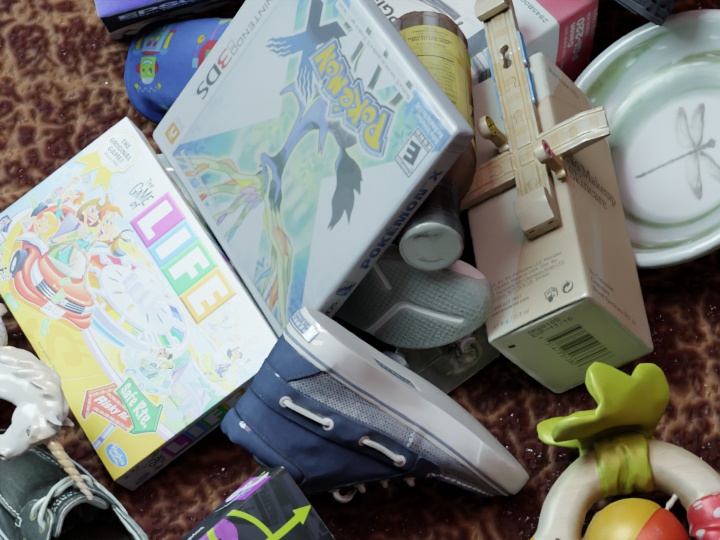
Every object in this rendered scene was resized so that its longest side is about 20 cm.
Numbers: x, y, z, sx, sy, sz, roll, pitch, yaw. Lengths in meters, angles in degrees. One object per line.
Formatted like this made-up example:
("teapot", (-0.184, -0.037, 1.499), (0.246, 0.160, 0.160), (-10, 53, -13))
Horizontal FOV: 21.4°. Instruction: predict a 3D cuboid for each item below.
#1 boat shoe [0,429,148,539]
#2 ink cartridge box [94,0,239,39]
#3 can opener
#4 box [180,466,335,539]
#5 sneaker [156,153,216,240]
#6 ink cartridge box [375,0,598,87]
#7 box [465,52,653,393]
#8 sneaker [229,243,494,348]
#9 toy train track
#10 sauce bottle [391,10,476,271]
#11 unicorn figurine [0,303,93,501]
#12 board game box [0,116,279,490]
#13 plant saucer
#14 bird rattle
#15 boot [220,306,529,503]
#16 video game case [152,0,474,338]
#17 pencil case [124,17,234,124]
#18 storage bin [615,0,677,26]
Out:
("boat shoe", (-0.167, 0.154, 1.145), (0.199, 0.071, 0.072), (37, 60, 22))
("ink cartridge box", (-0.092, -0.217, 1.336), (0.196, 0.200, 0.044), (-17, 91, -3))
("can opener", (0.009, 0.076, 1.236), (0.199, 0.054, 0.067), (-33, 29, -23))
("box", (-0.078, 0.228, 1.075), (0.200, 0.036, 0.144), (-40, 100, -26))
("sneaker", (-0.106, -0.038, 1.297), (0.198, 0.073, 0.085), (-11, 61, 1))
("ink cartridge box", (0.052, -0.168, 1.386), (0.199, 0.085, 0.146), (-34, 62, -22))
("box", (0.124, -0.033, 1.268), (0.077, 0.095, 0.202), (-26, 53, 26))
("sneaker", (0.000, 0.000, 1.237), (0.198, 0.071, 0.080), (4, 34, 30))
("toy train track", (0.097, -0.112, 1.249), (0.114, 0.032, 0.202), (-27, 50, 24))
("sauce bottle", (0.042, -0.082, 1.217), (0.064, 0.065, 0.201), (2, 46, -1))
("unicorn figurine", (-0.246, 0.067, 1.164), (0.136, 0.074, 0.201), (-16, 38, -2))
("board game box", (-0.148, 0.019, 1.223), (0.134, 0.034, 0.201), (-37, 68, 1))
("plant saucer", (0.223, -0.083, 1.323), (0.198, 0.050, 0.202), (-18, 54, 27))
("bird rattle", (0.187, 0.158, 1.170), (0.199, 0.113, 0.163), (37, 71, 7))
("boot", (0.009, 0.106, 1.168), (0.091, 0.199, 0.073), (-51, 28, 6))
("video game case", (-0.036, -0.085, 1.191), (0.022, 0.183, 0.201), (8, 38, -48))
("pencil case", (-0.073, -0.137, 1.309), (0.199, 0.079, 0.086), (5, 1, 44))
("storage bin", (0.178, -0.261, 1.376), (0.135, 0.094, 0.200), (33, 15, -7))
